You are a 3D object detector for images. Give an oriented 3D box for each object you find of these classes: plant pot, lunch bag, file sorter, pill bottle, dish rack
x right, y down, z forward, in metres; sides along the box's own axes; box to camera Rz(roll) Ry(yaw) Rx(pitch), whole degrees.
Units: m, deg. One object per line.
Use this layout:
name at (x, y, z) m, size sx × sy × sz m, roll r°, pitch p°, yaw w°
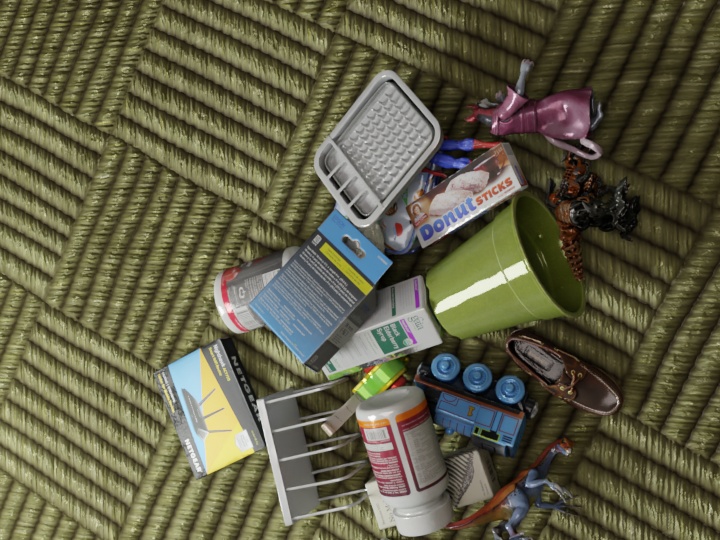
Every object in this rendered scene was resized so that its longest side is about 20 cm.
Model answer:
plant pot at (0.205, 0.013, 1.454) m, size 0.189 × 0.199 × 0.202 m, roll -27°, pitch 82°, yaw 29°
lunch bag at (0.048, -0.124, 1.553) m, size 0.158 × 0.075 × 0.202 m, roll 17°, pitch 96°, yaw 15°
file sorter at (-0.067, 0.286, 1.569) m, size 0.123 × 0.139 × 0.203 m, roll -14°, pitch 87°, yaw 17°
pill bottle at (-0.132, 0.025, 1.598) m, size 0.198 × 0.111 × 0.112 m, roll -18°, pitch 85°, yaw 18°
pill bottle at (0.070, 0.285, 1.454) m, size 0.108 × 0.110 × 0.202 m, roll -14°, pitch 98°, yaw 19°
dish rack at (0.032, -0.180, 1.463) m, size 0.200 × 0.043 × 0.172 m, roll -50°, pitch 56°, yaw 21°

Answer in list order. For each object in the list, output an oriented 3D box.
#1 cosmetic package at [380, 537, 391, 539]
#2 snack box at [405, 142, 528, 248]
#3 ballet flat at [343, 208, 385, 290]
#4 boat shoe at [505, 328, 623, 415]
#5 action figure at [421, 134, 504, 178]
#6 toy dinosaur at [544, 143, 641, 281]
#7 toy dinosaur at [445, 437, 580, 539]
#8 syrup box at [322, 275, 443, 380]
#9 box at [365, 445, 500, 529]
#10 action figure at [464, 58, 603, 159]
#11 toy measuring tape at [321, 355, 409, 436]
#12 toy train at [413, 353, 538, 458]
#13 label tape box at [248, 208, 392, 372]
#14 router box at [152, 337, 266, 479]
cosmetic package at (0.066, 0.555, 1.512) m, size 0.163 × 0.165 × 0.203 m, roll 13°, pitch 95°, yaw 17°
snack box at (0.154, -0.108, 1.432) m, size 0.199 × 0.024 × 0.073 m, roll -33°, pitch 75°, yaw 39°
ballet flat at (0.000, 0.000, 1.528) m, size 0.071 × 0.072 × 0.202 m, roll 13°, pitch 130°, yaw 18°
boat shoe at (0.305, 0.159, 1.471) m, size 0.199 × 0.070 × 0.071 m, roll 30°, pitch 100°, yaw 15°
action figure at (0.116, -0.179, 1.475) m, size 0.198 × 0.052 × 0.066 m, roll 10°, pitch 88°, yaw 17°
toy dinosaur at (0.340, -0.089, 1.446) m, size 0.134 × 0.102 × 0.203 m, roll 1°, pitch 97°, yaw 29°
toy dinosaur at (0.249, 0.322, 1.453) m, size 0.198 × 0.105 × 0.183 m, roll 19°, pitch 57°, yaw 1°
syrup box at (0.024, 0.090, 1.511) m, size 0.198 × 0.082 × 0.079 m, roll -19°, pitch 128°, yaw 16°
box at (0.115, 0.342, 1.541) m, size 0.198 × 0.068 × 0.083 m, roll -22°, pitch 86°, yaw 18°
action figure at (0.253, -0.224, 1.444) m, size 0.197 × 0.134 × 0.151 m, roll -4°, pitch 79°, yaw 6°
toy measuring tape at (0.017, 0.183, 1.514) m, size 0.073 × 0.200 × 0.074 m, roll 24°, pitch 133°, yaw 30°
toy train at (0.170, 0.206, 1.495) m, size 0.198 × 0.087 × 0.115 m, roll 18°, pitch 67°, yaw 18°
label tape box at (-0.051, 0.031, 1.471) m, size 0.200 × 0.063 × 0.144 m, roll -47°, pitch 60°, yaw 1°
router box at (-0.254, 0.237, 1.677) m, size 0.148 × 0.051 × 0.202 m, roll -27°, pitch 82°, yaw 16°
